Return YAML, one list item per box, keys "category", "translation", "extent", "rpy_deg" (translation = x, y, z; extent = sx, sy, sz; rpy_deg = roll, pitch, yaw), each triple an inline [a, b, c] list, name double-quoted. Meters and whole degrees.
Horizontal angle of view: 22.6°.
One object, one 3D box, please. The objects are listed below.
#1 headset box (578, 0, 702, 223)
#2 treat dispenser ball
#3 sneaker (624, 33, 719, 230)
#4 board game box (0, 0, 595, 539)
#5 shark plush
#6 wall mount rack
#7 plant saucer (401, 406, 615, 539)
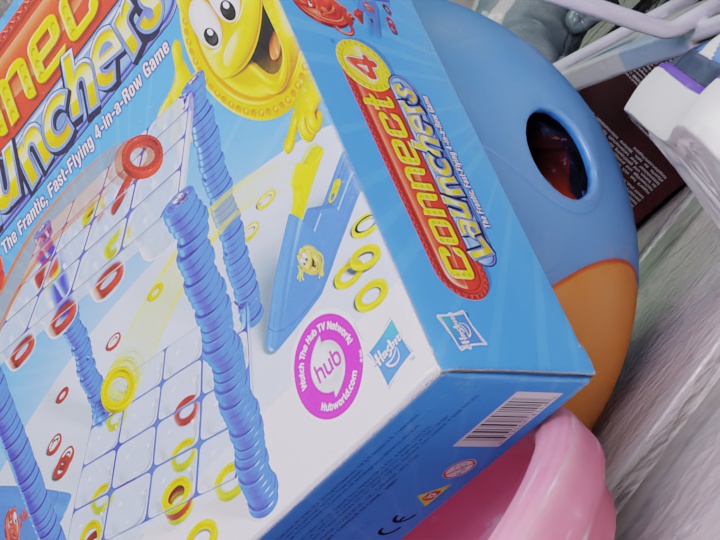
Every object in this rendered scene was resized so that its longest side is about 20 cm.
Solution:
- category: "headset box"
  translation: [0.153, -0.091, 0.963]
  extent: [0.200, 0.077, 0.149]
  rpy_deg: [-46, 3, 37]
- category: "treat dispenser ball"
  translation: [0.000, 0.000, 0.651]
  extent: [0.201, 0.201, 0.201]
  rpy_deg: [-46, 2, 3]
- category: "sneaker"
  translation: [0.161, -0.066, 0.536]
  extent: [0.146, 0.081, 0.200]
  rpy_deg: [-38, 0, 6]
- category: "board game box"
  translation: [-0.053, 0.002, 0.518]
  extent: [0.056, 0.196, 0.200]
  rpy_deg: [5, -40, -43]
- category: "shark plush"
  translation: [0.090, -0.125, 0.890]
  extent: [0.083, 0.091, 0.200]
  rpy_deg: [-27, 16, 22]
- category: "wall mount rack"
  translation: [0.093, -0.111, 0.713]
  extent: [0.173, 0.075, 0.200]
  rpy_deg: [-28, 5, -21]
- category: "plant saucer"
  translation: [-0.001, 0.122, 0.466]
  extent: [0.201, 0.051, 0.201]
  rpy_deg: [-46, 2, 2]
